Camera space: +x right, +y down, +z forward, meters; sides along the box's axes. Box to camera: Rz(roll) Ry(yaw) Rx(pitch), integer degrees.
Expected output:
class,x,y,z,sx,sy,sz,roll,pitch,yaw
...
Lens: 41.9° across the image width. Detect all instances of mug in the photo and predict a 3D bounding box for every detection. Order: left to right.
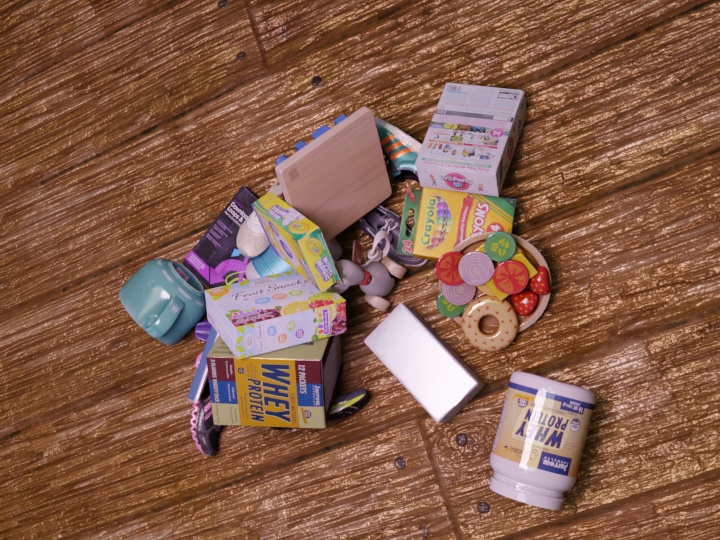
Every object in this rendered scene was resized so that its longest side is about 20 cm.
class,x,y,z,sx,sy,sz,roll,pitch,yaw
mug,-0.364,0.061,1.810,0.114,0.152,0.185,-44,54,6

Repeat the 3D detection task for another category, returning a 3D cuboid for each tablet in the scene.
class,x,y,z,sx,sy,sz,roll,pitch,yaw
tablet,-0.275,0.146,1.727,0.014,0.130,0.201,20,80,-14

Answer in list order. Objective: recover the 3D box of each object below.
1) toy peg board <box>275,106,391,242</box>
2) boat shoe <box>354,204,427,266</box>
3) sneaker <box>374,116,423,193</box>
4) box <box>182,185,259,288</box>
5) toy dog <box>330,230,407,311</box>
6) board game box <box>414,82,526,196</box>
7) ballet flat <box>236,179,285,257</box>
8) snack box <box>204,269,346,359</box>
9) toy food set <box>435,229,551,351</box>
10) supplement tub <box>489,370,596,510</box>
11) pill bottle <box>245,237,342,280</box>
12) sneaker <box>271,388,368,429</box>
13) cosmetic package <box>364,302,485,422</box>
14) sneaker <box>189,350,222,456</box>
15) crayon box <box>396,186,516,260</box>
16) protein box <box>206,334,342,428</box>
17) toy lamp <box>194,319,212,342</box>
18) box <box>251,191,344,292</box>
class,x,y,z,sx,sy,sz,roll,pitch,yaw
toy peg board,-0.065,-0.172,1.656,0.200,0.199,0.098,-37,49,-19
boat shoe,0.042,-0.077,1.737,0.200,0.063,0.073,40,94,20
sneaker,0.065,-0.215,1.747,0.200,0.071,0.080,35,90,20
box,-0.240,-0.047,1.850,0.143,0.036,0.200,40,94,21
toy dog,0.000,0.000,1.679,0.096,0.200,0.132,31,77,31
board game box,0.197,-0.234,1.663,0.147,0.064,0.200,10,57,21
ballet flat,-0.179,-0.106,1.765,0.067,0.062,0.200,17,44,7
snack box,-0.148,0.069,1.619,0.169,0.199,0.068,-141,44,-57
toy food set,0.227,0.028,1.621,0.200,0.049,0.198,-40,98,20
supplement tub,0.295,0.277,1.546,0.144,0.144,0.201,13,86,21
pill bottle,-0.138,-0.006,1.766,0.200,0.111,0.111,-43,70,8
sneaker,-0.081,0.237,1.729,0.199,0.074,0.081,-14,74,16
cosmetic package,0.113,0.164,1.669,0.101,0.071,0.200,-45,70,8
sneaker,-0.269,0.253,1.799,0.095,0.079,0.201,1,83,8
crayon box,0.169,-0.076,1.673,0.199,0.051,0.127,8,84,7
protein box,-0.144,0.165,1.654,0.198,0.200,0.135,1,113,8
toy lamp,-0.223,0.121,1.806,0.199,0.058,0.058,1,82,19
box,-0.102,-0.044,1.577,0.048,0.118,0.200,-36,38,-17
